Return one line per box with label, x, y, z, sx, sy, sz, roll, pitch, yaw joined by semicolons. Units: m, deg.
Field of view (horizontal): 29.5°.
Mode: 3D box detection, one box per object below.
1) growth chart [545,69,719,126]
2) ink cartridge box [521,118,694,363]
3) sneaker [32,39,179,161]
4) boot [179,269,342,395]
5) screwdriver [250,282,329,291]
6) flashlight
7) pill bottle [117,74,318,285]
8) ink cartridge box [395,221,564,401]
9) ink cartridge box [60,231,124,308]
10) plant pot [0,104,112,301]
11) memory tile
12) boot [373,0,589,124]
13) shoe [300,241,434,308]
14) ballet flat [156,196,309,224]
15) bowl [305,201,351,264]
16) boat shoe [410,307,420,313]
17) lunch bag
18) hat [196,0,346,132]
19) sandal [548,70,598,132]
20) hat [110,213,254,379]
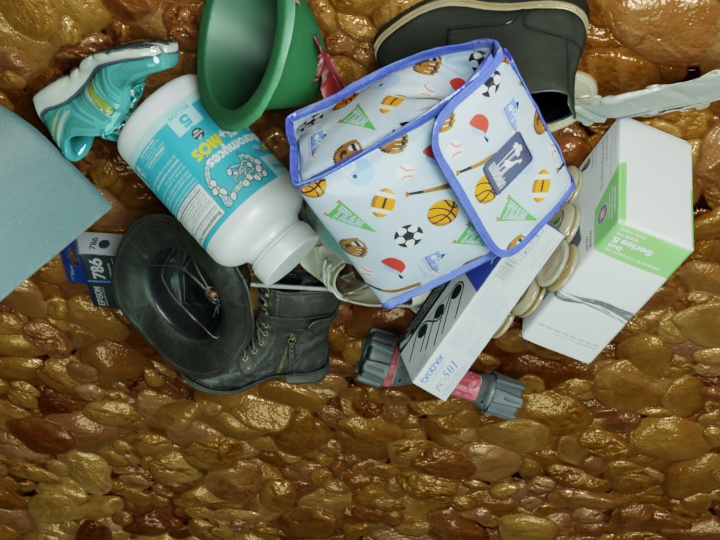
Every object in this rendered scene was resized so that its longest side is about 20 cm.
growth chart;0.278;-0.158;1.231;0.199;0.018;0.145;-10;174;19
ink cartridge box;0.240;-0.027;1.344;0.083;0.146;0.200;20;138;-12
sneaker;-0.237;-0.168;1.321;0.199;0.077;0.080;-24;88;43
boot;-0.111;0.062;1.579;0.198;0.070;0.175;-6;140;-11
screwdriver;-0.029;0.024;1.510;0.198;0.029;0.028;1;130;-22
flashlight;0.096;0.127;1.616;0.199;0.068;0.068;18;136;-7
pill bottle;-0.130;-0.082;1.303;0.200;0.111;0.111;47;136;7
ink cartridge box;0.113;0.021;1.338;0.044;0.094;0.201;30;103;-20
ink cartridge box;-0.255;0.003;1.569;0.198;0.039;0.100;5;140;8
plant pot;-0.414;-0.068;1.384;0.195;0.196;0.201;-18;112;52
memory tile;0.156;-0.007;1.375;0.017;0.154;0.200;26;140;-19
boot;0.100;-0.177;1.206;0.199;0.139;0.078;-10;136;23
shoe;0.000;0.000;1.448;0.199;0.053;0.070;14;132;39
ballet flat;-0.122;-0.062;1.405;0.199;0.074;0.075;29;147;25
bowl;0.026;-0.066;1.330;0.199;0.106;0.201;18;156;8
boat shoe;0.076;0.014;1.489;0.073;0.066;0.200;-23;129;34
lunch bag;0.063;-0.085;1.140;0.199;0.124;0.170;-25;130;13
hat;-0.037;-0.191;1.243;0.175;0.202;0.165;5;-169;-34
sandal;0.123;-0.132;1.306;0.210;0.070;0.078;-6;137;18
hat;-0.174;0.013;1.469;0.199;0.081;0.202;18;128;25
